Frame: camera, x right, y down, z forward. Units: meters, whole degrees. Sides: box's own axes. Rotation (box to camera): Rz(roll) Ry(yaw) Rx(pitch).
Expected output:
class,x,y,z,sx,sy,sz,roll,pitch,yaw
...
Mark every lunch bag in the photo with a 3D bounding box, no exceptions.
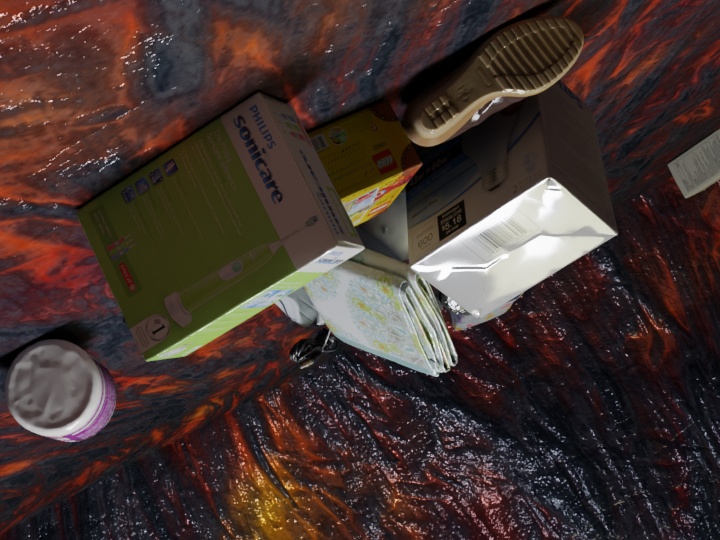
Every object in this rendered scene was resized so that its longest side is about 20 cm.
class,x,y,z,sx,sy,sz,roll,pitch,yaw
lunch bag,0.331,0.060,3.290,0.197,0.129,0.170,-16,167,-12

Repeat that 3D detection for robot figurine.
class,x,y,z,sx,sy,sz,roll,pitch,yaw
robot figurine,0.056,-0.074,1.556,0.168,0.115,0.199,7,-165,34

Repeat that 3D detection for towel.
class,x,y,z,sx,sy,sz,roll,pitch,yaw
towel,0.011,0.035,1.467,0.048,0.198,0.172,-51,139,-25

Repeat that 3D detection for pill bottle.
class,x,y,z,sx,sy,sz,roll,pitch,yaw
pill bottle,-0.358,0.150,1.538,0.111,0.113,0.200,-27,171,-7

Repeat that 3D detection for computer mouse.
class,x,y,z,sx,sy,sz,roll,pitch,yaw
computer mouse,-0.036,0.033,1.667,0.109,0.044,0.202,-27,144,-59

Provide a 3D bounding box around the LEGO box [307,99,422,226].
class,x,y,z,sx,sy,sz,roll,pitch,yaw
LEGO box,-0.055,-0.077,1.282,0.198,0.078,0.149,-26,171,-20

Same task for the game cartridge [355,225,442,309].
class,x,y,z,sx,sy,sz,roll,pitch,yaw
game cartridge,0.000,0.000,1.518,0.041,0.199,0.133,-56,-167,-27

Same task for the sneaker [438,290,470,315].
class,x,y,z,sx,sy,sz,roll,pitch,yaw
sneaker,0.164,-0.037,1.523,0.200,0.075,0.088,-48,-150,9

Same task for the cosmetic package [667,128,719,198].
class,x,y,z,sx,sy,sz,roll,pitch,yaw
cosmetic package,0.873,-0.275,3.138,0.087,0.105,0.200,-20,170,-38

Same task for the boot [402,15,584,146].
class,x,y,z,sx,sy,sz,roll,pitch,yaw
boot,0.129,-0.195,1.309,0.198,0.073,0.166,-30,-176,1

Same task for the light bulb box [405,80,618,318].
class,x,y,z,sx,sy,sz,roll,pitch,yaw
light bulb box,0.158,-0.093,1.393,0.197,0.202,0.124,-33,129,30

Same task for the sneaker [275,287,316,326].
class,x,y,z,sx,sy,sz,roll,pitch,yaw
sneaker,-0.099,0.013,1.645,0.074,0.070,0.200,-60,158,-13

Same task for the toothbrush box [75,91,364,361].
class,x,y,z,sx,sy,sz,roll,pitch,yaw
toothbrush box,-0.120,-0.034,1.084,0.198,0.147,0.086,-31,171,15

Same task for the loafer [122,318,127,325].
class,x,y,z,sx,sy,sz,roll,pitch,yaw
loafer,-0.226,0.053,1.566,0.070,0.069,0.200,-22,169,15
